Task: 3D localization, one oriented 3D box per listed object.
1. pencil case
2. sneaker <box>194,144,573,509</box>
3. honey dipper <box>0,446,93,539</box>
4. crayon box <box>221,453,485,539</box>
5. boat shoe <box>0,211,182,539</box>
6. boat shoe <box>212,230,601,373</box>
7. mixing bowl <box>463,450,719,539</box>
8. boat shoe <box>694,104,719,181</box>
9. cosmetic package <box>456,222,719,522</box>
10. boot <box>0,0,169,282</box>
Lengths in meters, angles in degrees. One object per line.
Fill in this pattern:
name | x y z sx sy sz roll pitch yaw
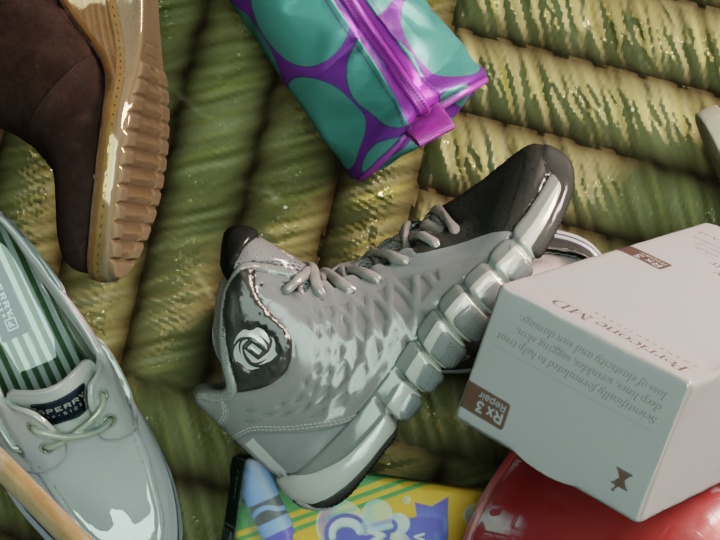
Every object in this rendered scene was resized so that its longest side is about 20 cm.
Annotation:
pencil case | -0.024 -0.144 1.127 0.085 0.092 0.200 -36 95 -9
sneaker | 0.000 0.000 1.069 0.115 0.075 0.200 39 85 -6
honey dipper | -0.163 0.089 1.071 0.038 0.038 0.200 -44 64 -9
crayon box | 0.030 0.165 1.146 0.200 0.052 0.126 9 87 -10
boat shoe | -0.146 0.061 1.107 0.074 0.067 0.200 -33 94 -14
boat shoe | 0.029 0.021 1.147 0.200 0.057 0.069 -11 90 -10
mixing bowl | 0.154 0.160 1.105 0.200 0.108 0.200 -2 93 -34
boat shoe | 0.240 -0.004 1.178 0.066 0.075 0.199 -28 84 2
cosmetic package | 0.142 0.041 1.072 0.102 0.200 0.074 28 112 26
boot | -0.176 -0.090 1.097 0.166 0.072 0.200 -2 78 10
